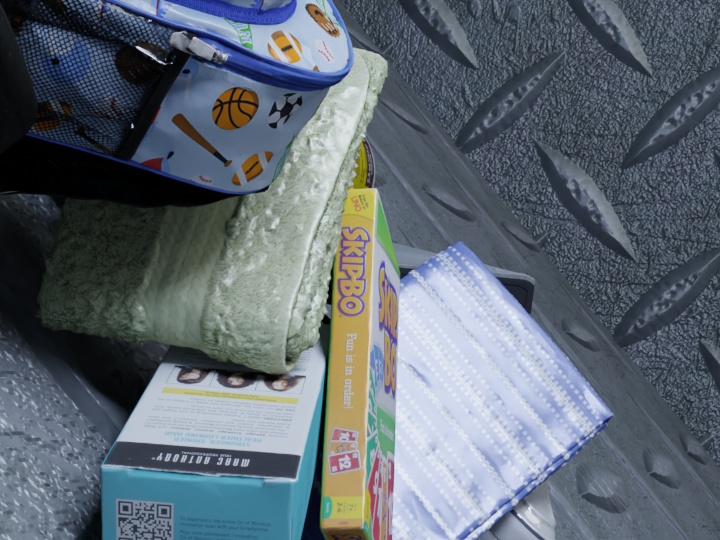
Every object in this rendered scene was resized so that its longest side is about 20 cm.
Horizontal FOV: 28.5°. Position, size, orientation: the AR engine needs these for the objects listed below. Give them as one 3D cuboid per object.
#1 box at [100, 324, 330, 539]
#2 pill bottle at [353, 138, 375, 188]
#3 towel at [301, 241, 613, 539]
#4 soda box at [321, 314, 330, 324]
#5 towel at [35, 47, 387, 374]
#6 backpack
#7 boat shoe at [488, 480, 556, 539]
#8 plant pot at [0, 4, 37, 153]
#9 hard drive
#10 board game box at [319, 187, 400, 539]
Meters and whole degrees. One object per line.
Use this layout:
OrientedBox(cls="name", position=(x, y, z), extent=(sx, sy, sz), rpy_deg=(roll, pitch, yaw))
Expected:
OrientedBox(cls="box", position=(-0.060, 0.076, 0.668), extent=(0.081, 0.050, 0.200), rpy_deg=(4, 17, 3))
OrientedBox(cls="pill bottle", position=(-0.065, -0.087, 1.125), extent=(0.110, 0.109, 0.200), rpy_deg=(51, 12, 13))
OrientedBox(cls="towel", position=(0.030, 0.087, 0.796), extent=(0.145, 0.199, 0.024), rpy_deg=(49, -26, 13))
OrientedBox(cls="soda box", position=(-0.016, 0.084, 0.866), extent=(0.200, 0.068, 0.064), rpy_deg=(43, 13, -27))
OrientedBox(cls="towel", position=(-0.074, -0.048, 0.721), extent=(0.037, 0.147, 0.201), rpy_deg=(84, 18, -59))
OrientedBox(cls="backpack", position=(-0.097, -0.127, 0.635), extent=(0.190, 0.154, 0.201), rpy_deg=(24, 34, -37))
OrientedBox(cls="boat shoe", position=(0.087, 0.096, 0.873), extent=(0.072, 0.066, 0.200), rpy_deg=(42, 14, -28))
OrientedBox(cls="plant pot", position=(-0.216, -0.089, 0.427), extent=(0.201, 0.199, 0.177), rpy_deg=(54, 1, 24))
OrientedBox(cls="hard drive", position=(0.000, 0.000, 0.940), extent=(0.139, 0.033, 0.199), rpy_deg=(4, 6, -32))
OrientedBox(cls="board game box", position=(0.002, 0.053, 0.738), extent=(0.096, 0.030, 0.202), rpy_deg=(72, 15, -61))
